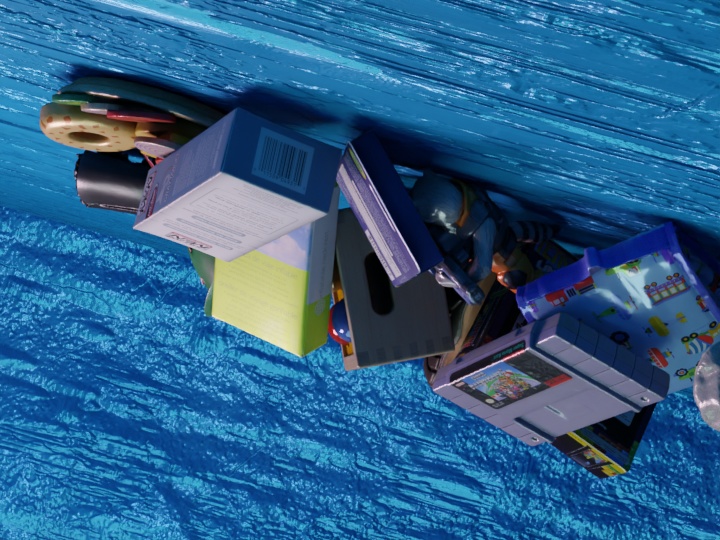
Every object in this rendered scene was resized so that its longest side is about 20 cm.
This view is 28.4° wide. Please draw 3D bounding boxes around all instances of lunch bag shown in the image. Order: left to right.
[{"bbox_3d":[0.240,0.034,1.256,0.150,0.095,0.200,-22,145,24],"label":"lunch bag"}]

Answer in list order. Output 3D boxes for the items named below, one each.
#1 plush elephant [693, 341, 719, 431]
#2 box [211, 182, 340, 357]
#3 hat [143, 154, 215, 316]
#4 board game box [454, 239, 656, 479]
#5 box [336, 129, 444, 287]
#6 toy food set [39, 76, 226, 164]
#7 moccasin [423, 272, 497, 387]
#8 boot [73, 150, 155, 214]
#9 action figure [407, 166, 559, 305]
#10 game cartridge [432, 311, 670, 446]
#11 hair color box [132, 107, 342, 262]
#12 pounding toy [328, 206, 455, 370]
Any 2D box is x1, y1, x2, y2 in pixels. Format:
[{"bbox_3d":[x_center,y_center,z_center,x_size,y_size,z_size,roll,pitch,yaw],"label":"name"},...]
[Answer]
[{"bbox_3d":[0.366,0.070,1.161,0.199,0.156,0.164,19,174,-40],"label":"plush elephant"},{"bbox_3d":[-0.084,-0.029,1.399,0.121,0.201,0.048,22,-150,29],"label":"box"},{"bbox_3d":[-0.197,-0.072,1.616,0.175,0.201,0.166,30,-145,6],"label":"hat"},{"bbox_3d":[0.209,0.084,1.430,0.199,0.166,0.057,36,152,-11],"label":"board game box"},{"bbox_3d":[0.022,-0.050,1.198,0.032,0.122,0.200,-28,179,-5],"label":"box"},{"bbox_3d":[-0.188,-0.125,1.294,0.199,0.049,0.198,19,171,-22],"label":"toy food set"},{"bbox_3d":[0.128,0.045,1.524,0.077,0.203,0.074,4,-153,-17],"label":"moccasin"},{"bbox_3d":[-0.250,-0.090,1.739,0.167,0.077,0.200,11,167,11],"label":"boot"},{"bbox_3d":[0.096,-0.045,1.307,0.193,0.105,0.200,32,-168,-51],"label":"action figure"},{"bbox_3d":[0.165,0.103,1.283,0.129,0.039,0.200,26,151,-20],"label":"game cartridge"},{"bbox_3d":[-0.108,-0.067,1.202,0.098,0.061,0.200,21,159,-24],"label":"hair color box"},{"bbox_3d":[0.000,0.000,1.475,0.141,0.202,0.184,-10,176,-6],"label":"pounding toy"}]
